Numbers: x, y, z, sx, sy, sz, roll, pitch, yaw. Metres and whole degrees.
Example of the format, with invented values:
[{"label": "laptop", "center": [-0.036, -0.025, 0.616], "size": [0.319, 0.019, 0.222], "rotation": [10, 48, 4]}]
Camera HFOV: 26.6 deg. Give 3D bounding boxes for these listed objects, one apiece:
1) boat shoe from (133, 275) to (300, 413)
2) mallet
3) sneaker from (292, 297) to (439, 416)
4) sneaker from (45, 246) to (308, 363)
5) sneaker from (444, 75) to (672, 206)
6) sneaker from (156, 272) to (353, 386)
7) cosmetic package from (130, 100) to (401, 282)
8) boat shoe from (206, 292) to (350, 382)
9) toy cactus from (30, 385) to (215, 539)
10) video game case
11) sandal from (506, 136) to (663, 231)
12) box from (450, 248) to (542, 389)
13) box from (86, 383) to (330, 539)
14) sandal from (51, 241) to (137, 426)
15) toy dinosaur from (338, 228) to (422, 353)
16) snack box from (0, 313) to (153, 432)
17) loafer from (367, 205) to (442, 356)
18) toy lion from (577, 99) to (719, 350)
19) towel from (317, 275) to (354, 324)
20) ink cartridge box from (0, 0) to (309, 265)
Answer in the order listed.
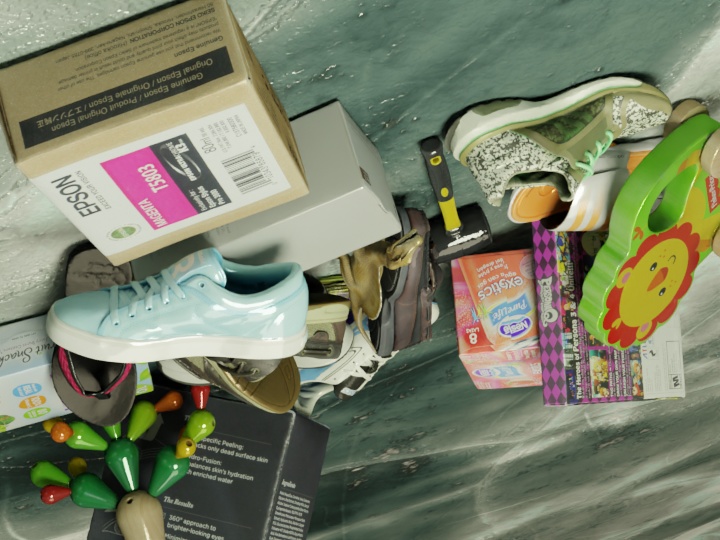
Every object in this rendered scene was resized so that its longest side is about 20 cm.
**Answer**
[{"label": "boat shoe", "center": [-0.136, 0.058, 1.355], "size": [0.200, 0.074, 0.064], "rotation": [44, 145, -25]}, {"label": "mallet", "center": [0.085, -0.066, 1.346], "size": [0.065, 0.042, 0.201], "rotation": [-17, 155, -5]}, {"label": "sneaker", "center": [0.002, 0.085, 1.534], "size": [0.199, 0.073, 0.072], "rotation": [-31, 154, 27]}, {"label": "sneaker", "center": [-0.135, 0.017, 1.138], "size": [0.197, 0.074, 0.083], "rotation": [-1, 118, -16]}, {"label": "sneaker", "center": [0.172, -0.097, 1.260], "size": [0.197, 0.090, 0.077], "rotation": [-14, 158, -12]}, {"label": "sneaker", "center": [-0.114, 0.039, 1.422], "size": [0.198, 0.076, 0.116], "rotation": [-9, 132, 16]}, {"label": "cosmetic package", "center": [-0.078, -0.045, 1.202], "size": [0.198, 0.082, 0.113], "rotation": [-23, 159, 8]}, {"label": "boat shoe", "center": [-0.091, 0.062, 1.300], "size": [0.199, 0.067, 0.071], "rotation": [-9, -172, -37]}, {"label": "toy cactus", "center": [-0.223, 0.199, 1.472], "size": [0.197, 0.167, 0.102], "rotation": [-18, 172, -1]}, {"label": "video game case", "center": [0.241, 0.027, 1.472], "size": [0.180, 0.203, 0.036], "rotation": [0, 174, -41]}, {"label": "sandal", "center": [0.232, -0.075, 1.382], "size": [0.204, 0.060, 0.080], "rotation": [-13, 140, -21]}, {"label": "box", "center": [0.150, 0.053, 1.549], "size": [0.093, 0.104, 0.200], "rotation": [-6, 166, 8]}, {"label": "box", "center": [-0.155, 0.231, 1.546], "size": [0.194, 0.203, 0.117], "rotation": [9, 170, 22]}, {"label": "sandal", "center": [-0.226, 0.065, 1.293], "size": [0.074, 0.045, 0.202], "rotation": [-2, 131, -12]}, {"label": "toy dinosaur", "center": [0.000, 0.000, 1.339], "size": [0.057, 0.102, 0.201], "rotation": [-9, 156, -18]}, {"label": "snack box", "center": [-0.296, 0.093, 1.397], "size": [0.197, 0.054, 0.143], "rotation": [-15, 160, -9]}, {"label": "loafer", "center": [0.048, 0.007, 1.402], "size": [0.062, 0.073, 0.201], "rotation": [-6, 145, -12]}, {"label": "toy lion", "center": [0.270, -0.026, 1.380], "size": [0.191, 0.069, 0.201], "rotation": [-40, 142, -14]}, {"label": "towel", "center": [-0.040, 0.052, 1.547], "size": [0.142, 0.023, 0.200], "rotation": [-11, 157, -21]}, {"label": "ink cartridge box", "center": [-0.136, -0.091, 1.049], "size": [0.163, 0.076, 0.200], "rotation": [-21, 159, 4]}]
